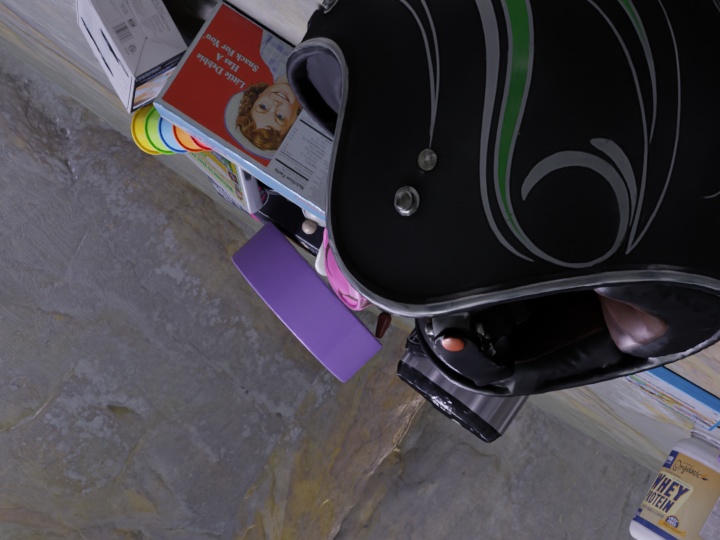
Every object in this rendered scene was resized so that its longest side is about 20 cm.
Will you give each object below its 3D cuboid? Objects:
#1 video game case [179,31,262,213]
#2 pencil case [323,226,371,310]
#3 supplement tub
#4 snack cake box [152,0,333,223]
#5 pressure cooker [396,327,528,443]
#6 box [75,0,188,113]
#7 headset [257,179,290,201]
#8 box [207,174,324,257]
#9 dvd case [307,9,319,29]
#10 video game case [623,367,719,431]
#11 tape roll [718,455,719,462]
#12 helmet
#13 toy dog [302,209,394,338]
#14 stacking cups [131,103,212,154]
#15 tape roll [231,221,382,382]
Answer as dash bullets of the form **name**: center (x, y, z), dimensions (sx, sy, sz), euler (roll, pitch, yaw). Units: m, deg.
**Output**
- **video game case**: center (-0.183, -0.182, 1.145), dimensions (0.200, 0.022, 0.184), euler (41, 152, 38)
- **pencil case**: center (0.068, -0.014, 0.950), dimensions (0.092, 0.197, 0.094), euler (96, 158, -44)
- **supplement tub**: center (0.506, 0.341, 1.528), dimensions (0.143, 0.201, 0.144), euler (31, 175, 3)
- **snack cake box**: center (-0.078, -0.143, 0.961), dimensions (0.199, 0.116, 0.067), euler (33, 175, -3)
- **pressure cooker**: center (0.165, 0.107, 1.385), dimensions (0.175, 0.201, 0.179), euler (35, 175, 22)
- **box**: center (-0.233, -0.237, 1.033), dimensions (0.118, 0.060, 0.200), euler (61, 167, -5)
- **headset**: center (-0.113, -0.141, 1.135), dimensions (0.200, 0.093, 0.125), euler (-130, 17, -66)
- **box**: center (-0.075, -0.104, 1.293), dimensions (0.199, 0.123, 0.106), euler (32, 174, 2)
- **dvd case**: center (0.041, -0.136, 0.851), dimensions (0.199, 0.018, 0.143), euler (33, 176, -1)
- **video game case**: center (0.427, 0.167, 1.401), dimensions (0.142, 0.018, 0.200), euler (31, 175, 18)
- **tape roll**: center (0.524, 0.246, 1.200), dimensions (0.199, 0.066, 0.200), euler (32, 174, 4)
- **helmet**: center (0.068, -0.058, 0.439), dimensions (0.197, 0.193, 0.200), euler (-4, 159, -2)
- **toy dog**: center (0.000, 0.000, 1.166), dimensions (0.199, 0.097, 0.132), euler (35, 167, -4)
- **stacking cups**: center (-0.178, -0.151, 1.083), dimensions (0.060, 0.061, 0.199), euler (35, 167, -32)
- **tape roll**: center (-0.063, 0.037, 1.216), dimensions (0.200, 0.066, 0.200), euler (48, 179, 1)
